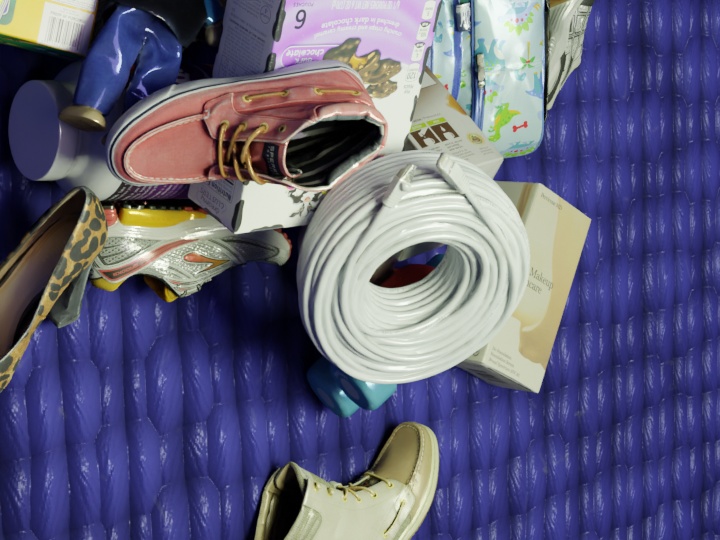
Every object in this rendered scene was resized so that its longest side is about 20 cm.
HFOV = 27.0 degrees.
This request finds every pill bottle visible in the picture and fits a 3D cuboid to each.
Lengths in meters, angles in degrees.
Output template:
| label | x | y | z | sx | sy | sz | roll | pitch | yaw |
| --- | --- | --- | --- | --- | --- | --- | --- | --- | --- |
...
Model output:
| label | x | y | z | sx | sy | sz | roll | pitch | yaw |
| --- | --- | --- | --- | --- | --- | --- | --- | --- | --- |
| pill bottle | -0.178 | -0.113 | 1.215 | 0.199 | 0.112 | 0.113 | -4 | 98 | -44 |

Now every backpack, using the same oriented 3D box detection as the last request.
| label | x | y | z | sx | sy | sz | roll | pitch | yaw |
| --- | --- | --- | --- | --- | --- | --- | --- | --- | --- |
| backpack | 0.088 | -0.203 | 1.419 | 0.146 | 0.183 | 0.202 | -12 | 108 | -18 |

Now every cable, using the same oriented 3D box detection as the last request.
| label | x | y | z | sx | sy | sz | roll | pitch | yaw |
| --- | --- | --- | --- | --- | --- | --- | --- | --- | --- |
| cable | 0.041 | -0.001 | 1.231 | 0.200 | 0.069 | 0.200 | -43 | 130 | 13 |

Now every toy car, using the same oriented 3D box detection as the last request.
| label | x | y | z | sx | sy | sz | roll | pitch | yaw |
| --- | --- | --- | --- | --- | --- | --- | --- | --- | --- |
| toy car | 0.000 | 0.000 | 1.399 | 0.184 | 0.177 | 0.200 | -40 | 93 | -18 |

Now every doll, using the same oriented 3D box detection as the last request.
| label | x | y | z | sx | sy | sz | roll | pitch | yaw |
| --- | --- | --- | --- | --- | --- | --- | --- | --- | --- |
| doll | -0.162 | -0.193 | 1.124 | 0.136 | 0.048 | 0.201 | 30 | 71 | -36 |

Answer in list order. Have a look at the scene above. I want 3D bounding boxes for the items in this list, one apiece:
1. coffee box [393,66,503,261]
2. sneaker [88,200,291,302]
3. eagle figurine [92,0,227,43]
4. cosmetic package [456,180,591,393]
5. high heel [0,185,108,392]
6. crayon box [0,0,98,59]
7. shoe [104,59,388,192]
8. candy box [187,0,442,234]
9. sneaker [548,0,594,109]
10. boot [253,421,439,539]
| label | x | y | z | sx | sy | sz | roll | pitch | yaw |
| --- | --- | --- | --- | --- | --- | --- | --- | --- | --- |
| coffee box | 0.023 | -0.125 | 1.329 | 0.079 | 0.200 | 0.115 | -19 | 152 | -36 |
| sneaker | -0.150 | -0.016 | 1.287 | 0.199 | 0.078 | 0.083 | 2 | 97 | -34 |
| eagle figurine | -0.148 | -0.242 | 1.215 | 0.199 | 0.152 | 0.151 | 6 | 131 | -37 |
| cosmetic package | 0.163 | 0.016 | 1.582 | 0.105 | 0.071 | 0.201 | 27 | 76 | -41 |
| high heel | -0.271 | 0.018 | 1.128 | 0.200 | 0.071 | 0.143 | -40 | 159 | -46 |
| crayon box | -0.287 | -0.236 | 1.098 | 0.199 | 0.058 | 0.120 | 12 | 89 | -28 |
| shoe | -0.081 | -0.094 | 1.072 | 0.199 | 0.091 | 0.072 | -16 | 123 | -11 |
| candy box | -0.035 | -0.139 | 1.194 | 0.167 | 0.071 | 0.201 | -9 | 124 | -41 |
| sneaker | 0.209 | -0.262 | 1.608 | 0.201 | 0.075 | 0.088 | -60 | 145 | -16 |
| boot | -0.012 | 0.213 | 1.441 | 0.154 | 0.072 | 0.201 | 38 | 69 | -37 |
